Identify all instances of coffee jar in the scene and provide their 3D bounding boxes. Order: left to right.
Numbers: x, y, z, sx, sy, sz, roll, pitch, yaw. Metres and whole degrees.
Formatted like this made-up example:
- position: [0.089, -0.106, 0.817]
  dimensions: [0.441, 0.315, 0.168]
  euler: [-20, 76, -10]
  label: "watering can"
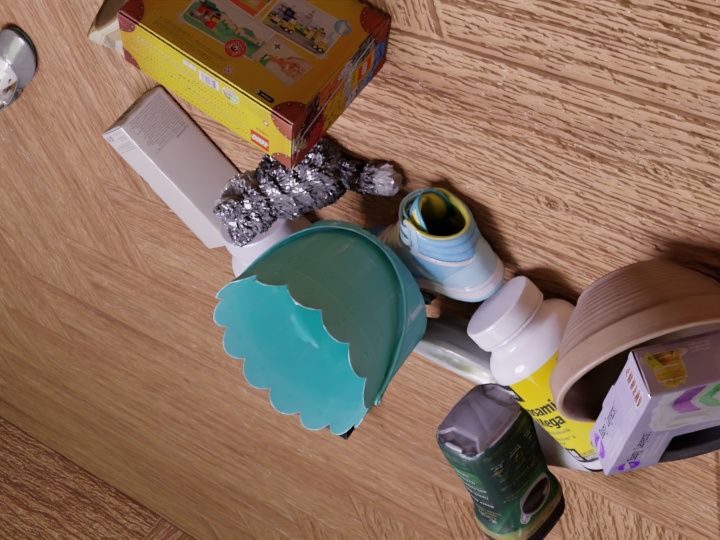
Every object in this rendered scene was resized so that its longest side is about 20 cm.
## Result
- position: [0.162, 0.227, 1.416]
  dimensions: [0.085, 0.104, 0.200]
  euler: [22, 147, 44]
  label: "coffee jar"

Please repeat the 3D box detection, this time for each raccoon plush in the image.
- position: [-0.070, -0.084, 1.356]
  dimensions: [0.200, 0.134, 0.097]
  euler: [7, 140, 50]
  label: "raccoon plush"

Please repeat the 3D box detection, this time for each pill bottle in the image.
- position: [-0.090, 0.002, 1.557]
  dimensions: [0.116, 0.116, 0.200]
  euler: [18, 148, 39]
  label: "pill bottle"
- position: [0.209, 0.104, 1.315]
  dimensions: [0.200, 0.113, 0.112]
  euler: [44, 155, -11]
  label: "pill bottle"

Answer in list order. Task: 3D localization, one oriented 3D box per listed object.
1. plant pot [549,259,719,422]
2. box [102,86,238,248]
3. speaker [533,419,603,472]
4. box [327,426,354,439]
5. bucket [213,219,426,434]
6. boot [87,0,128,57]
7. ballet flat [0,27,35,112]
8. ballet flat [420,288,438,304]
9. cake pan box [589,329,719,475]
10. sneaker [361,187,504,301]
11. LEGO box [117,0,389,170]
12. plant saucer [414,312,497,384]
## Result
- position: [0.257, 0.053, 1.134]
  dimensions: [0.201, 0.200, 0.093]
  euler: [96, 160, -62]
  label: "plant pot"
- position: [-0.217, -0.125, 1.561]
  dimensions: [0.200, 0.082, 0.068]
  euler: [50, 153, -19]
  label: "box"
- position: [0.214, 0.191, 1.499]
  dimensions: [0.081, 0.081, 0.200]
  euler: [49, 154, -22]
  label: "speaker"
- position: [-0.060, 0.140, 1.802]
  dimensions: [0.141, 0.079, 0.200]
  euler: [28, 154, 17]
  label: "box"
- position: [-0.037, 0.054, 1.336]
  dimensions: [0.207, 0.135, 0.208]
  euler: [27, 141, 25]
  label: "bucket"
- position: [-0.193, -0.234, 1.288]
  dimensions: [0.155, 0.073, 0.200]
  euler: [28, 171, -17]
  label: "boot"
- position: [-0.488, -0.264, 1.722]
  dimensions: [0.067, 0.064, 0.200]
  euler: [42, 156, -7]
  label: "ballet flat"
- position: [0.000, 0.000, 1.449]
  dimensions: [0.199, 0.071, 0.071]
  euler: [3, 141, 25]
  label: "ballet flat"
- position: [0.310, 0.111, 1.118]
  dimensions: [0.200, 0.183, 0.052]
  euler: [95, 163, -61]
  label: "cake pan box"
- position: [0.050, -0.043, 1.333]
  dimensions: [0.199, 0.080, 0.131]
  euler: [9, 145, 32]
  label: "sneaker"
- position: [-0.098, -0.212, 1.156]
  dimensions: [0.200, 0.149, 0.077]
  euler: [34, 156, 12]
  label: "LEGO box"
- position: [0.131, 0.093, 1.443]
  dimensions: [0.200, 0.050, 0.200]
  euler: [26, 173, 3]
  label: "plant saucer"
